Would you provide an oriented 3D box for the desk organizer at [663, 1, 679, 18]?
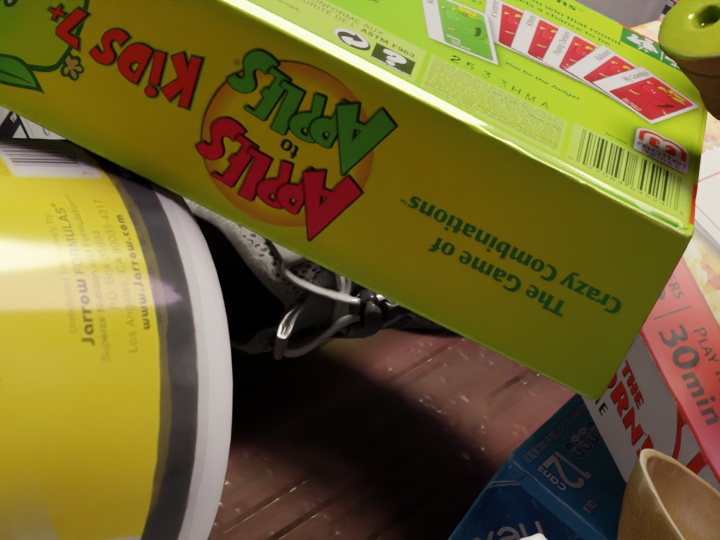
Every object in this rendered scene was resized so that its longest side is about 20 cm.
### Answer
[{"bbox_3d":[0.161,-0.018,0.924,0.200,0.072,0.077,31,-15,52],"label":"desk organizer"}]

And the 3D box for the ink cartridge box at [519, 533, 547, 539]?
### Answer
[{"bbox_3d":[0.043,0.172,0.558,0.200,0.084,0.145,47,41,9],"label":"ink cartridge box"}]

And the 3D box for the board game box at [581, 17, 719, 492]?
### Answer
[{"bbox_3d":[0.145,-0.006,0.766,0.199,0.046,0.152,-18,70,-25],"label":"board game box"}]

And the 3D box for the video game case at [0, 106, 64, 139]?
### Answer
[{"bbox_3d":[-0.110,-0.105,0.743,0.200,0.022,0.183,-68,141,-53],"label":"video game case"}]

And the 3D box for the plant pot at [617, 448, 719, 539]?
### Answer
[{"bbox_3d":[0.118,0.118,0.597,0.200,0.027,0.200,44,8,-8],"label":"plant pot"}]

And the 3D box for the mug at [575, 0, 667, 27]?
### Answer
[{"bbox_3d":[0.018,-0.100,0.921,0.149,0.153,0.187,1,41,-43],"label":"mug"}]

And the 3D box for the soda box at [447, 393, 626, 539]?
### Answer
[{"bbox_3d":[0.086,0.061,0.829,0.064,0.068,0.200,39,29,9],"label":"soda box"}]

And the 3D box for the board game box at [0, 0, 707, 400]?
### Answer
[{"bbox_3d":[-0.021,-0.054,0.658,0.199,0.048,0.102,27,25,-3],"label":"board game box"}]

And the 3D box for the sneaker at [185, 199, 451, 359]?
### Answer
[{"bbox_3d":[0.000,0.000,0.808,0.199,0.075,0.082,5,42,13],"label":"sneaker"}]

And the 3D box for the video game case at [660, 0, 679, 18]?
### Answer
[{"bbox_3d":[0.106,-0.120,1.170,0.200,0.026,0.181,33,29,2],"label":"video game case"}]

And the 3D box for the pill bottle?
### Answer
[{"bbox_3d":[-0.136,0.026,0.609,0.199,0.112,0.112,0,42,-31],"label":"pill bottle"}]

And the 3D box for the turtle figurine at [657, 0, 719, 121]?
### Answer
[{"bbox_3d":[0.130,-0.024,0.685,0.200,0.064,0.162,-53,126,-30],"label":"turtle figurine"}]
